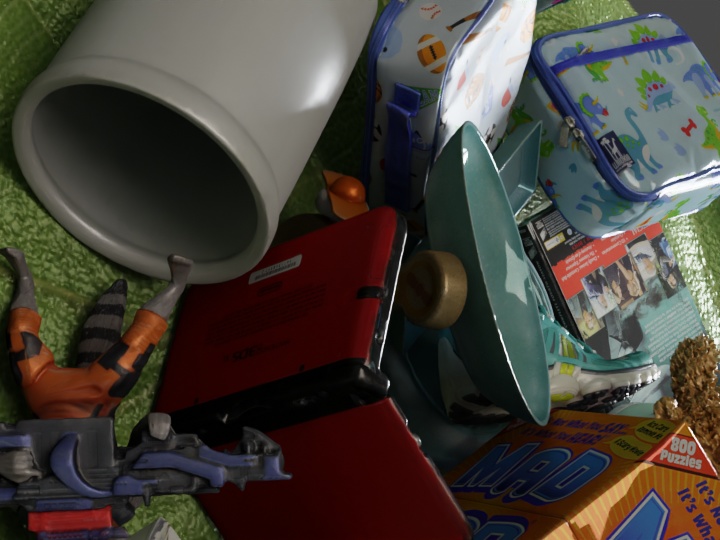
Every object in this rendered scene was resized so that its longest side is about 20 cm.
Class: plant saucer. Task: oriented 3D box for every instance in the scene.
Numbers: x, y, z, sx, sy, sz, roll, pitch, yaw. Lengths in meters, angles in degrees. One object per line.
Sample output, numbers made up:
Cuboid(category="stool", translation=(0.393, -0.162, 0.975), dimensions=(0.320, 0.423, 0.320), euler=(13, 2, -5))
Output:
Cuboid(category="plant saucer", translation=(0.079, 0.005, 1.216), dimensions=(0.200, 0.036, 0.202), euler=(-14, 90, -78))
Cuboid(category="plant saucer", translation=(0.076, 0.044, 1.357), dimensions=(0.199, 0.027, 0.202), euler=(14, 68, -37))
Cuboid(category="plant saucer", translation=(0.073, -0.028, 1.324), dimensions=(0.200, 0.019, 0.070), euler=(-50, 153, -39))

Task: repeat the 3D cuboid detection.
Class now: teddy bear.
Cuboid(category="teddy bear", translation=(0.255, 0.115, 1.262), dimensions=(0.200, 0.066, 0.146), euler=(39, 36, -55))

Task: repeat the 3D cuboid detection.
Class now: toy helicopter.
Cuboid(category="toy helicopter", translation=(0.000, 0.000, 1.185), dimensions=(0.078, 0.199, 0.133), euler=(11, 85, -36))

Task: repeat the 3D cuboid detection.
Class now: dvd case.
Cuboid(category="dvd case", translation=(0.207, 0.030, 1.480), dimensions=(0.146, 0.022, 0.201), euler=(-30, 96, -42))

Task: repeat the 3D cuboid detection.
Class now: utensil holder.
Cuboid(category="utensil holder", translation=(-0.096, -0.122, 1.165), dimensions=(0.170, 0.169, 0.201), euler=(43, 50, -23))

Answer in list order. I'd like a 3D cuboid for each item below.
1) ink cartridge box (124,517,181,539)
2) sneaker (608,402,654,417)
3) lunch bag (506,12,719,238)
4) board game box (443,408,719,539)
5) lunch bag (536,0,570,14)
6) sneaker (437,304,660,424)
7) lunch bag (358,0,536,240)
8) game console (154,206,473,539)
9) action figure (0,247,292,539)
Cuboid(category="ink cartridge box", translation=(-0.144, 0.245, 0.981), dimensions=(0.146, 0.199, 0.085), euler=(55, 11, -14))
Cuboid(category="sneaker", translation=(0.180, 0.154, 1.344), dimensions=(0.200, 0.118, 0.074), euler=(-39, 104, -31))
Cuboid(category="lunch bag", translation=(0.205, -0.117, 1.469), dimensions=(0.199, 0.082, 0.161), euler=(-14, 68, -43))
Cuboid(category="board game box", translation=(0.130, 0.228, 1.190), dimensions=(0.199, 0.200, 0.201), euler=(-36, 102, -19))
Cuboid(category="lunch bag", translation=(0.102, -0.263, 1.357), dimensions=(0.160, 0.199, 0.077), euler=(36, 54, -25))
Cuboid(category="sneaker", translation=(0.136, 0.061, 1.339), dimensions=(0.199, 0.077, 0.080), euler=(5, 64, -40))
Cuboid(category="lunch bag", translation=(0.054, -0.126, 1.287), dimensions=(0.075, 0.201, 0.161), euler=(24, 52, 18))
Cuboid(category="game console", translation=(-0.022, 0.080, 1.141), dimensions=(0.118, 0.199, 0.173), euler=(33, 56, -33))
Cuboid(category="action figure", translation=(-0.136, 0.089, 1.097), dimensions=(0.198, 0.105, 0.195), euler=(6, 77, -1))
